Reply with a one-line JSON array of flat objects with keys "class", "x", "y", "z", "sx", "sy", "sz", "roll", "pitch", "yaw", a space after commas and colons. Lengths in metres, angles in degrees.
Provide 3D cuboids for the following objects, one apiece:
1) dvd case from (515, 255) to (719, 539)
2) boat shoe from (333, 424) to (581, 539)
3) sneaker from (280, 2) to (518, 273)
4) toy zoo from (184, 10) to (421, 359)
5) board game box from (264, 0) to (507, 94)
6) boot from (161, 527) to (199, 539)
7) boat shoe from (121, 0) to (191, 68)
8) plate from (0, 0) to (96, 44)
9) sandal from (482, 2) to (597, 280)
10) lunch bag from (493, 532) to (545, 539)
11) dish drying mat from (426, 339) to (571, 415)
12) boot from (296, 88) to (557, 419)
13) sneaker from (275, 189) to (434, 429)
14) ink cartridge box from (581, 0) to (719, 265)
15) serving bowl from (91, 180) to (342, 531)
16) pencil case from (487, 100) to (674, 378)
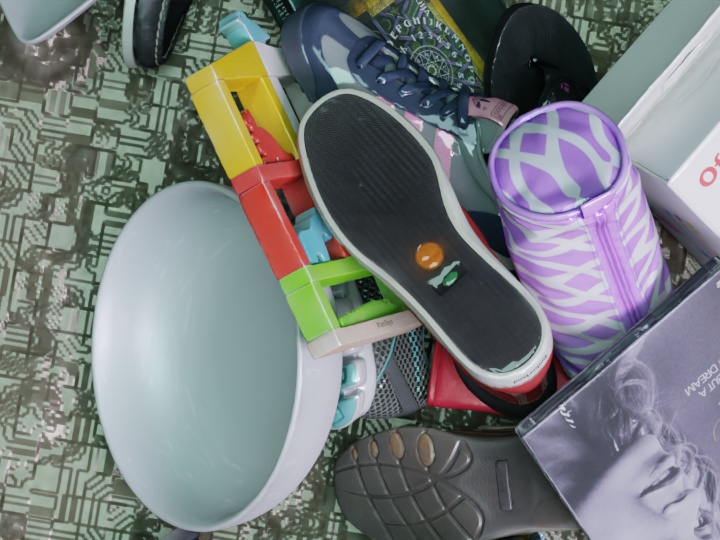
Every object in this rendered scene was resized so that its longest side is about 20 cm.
[{"class": "dvd case", "x": 0.187, "y": 0.108, "z": 1.599, "sx": 0.149, "sy": 0.016, "sz": 0.200, "roll": -40, "pitch": 126, "yaw": -7}, {"class": "boat shoe", "x": 0.078, "y": 0.126, "z": 1.670, "sx": 0.199, "sy": 0.072, "sz": 0.076, "roll": -1, "pitch": 89, "yaw": 31}, {"class": "sneaker", "x": 0.046, "y": -0.090, "z": 1.619, "sx": 0.200, "sy": 0.082, "sz": 0.070, "roll": 42, "pitch": 46, "yaw": -10}, {"class": "toy zoo", "x": -0.034, "y": -0.052, "z": 1.594, "sx": 0.020, "sy": 0.131, "sz": 0.201, "roll": -28, "pitch": 84, "yaw": 24}, {"class": "board game box", "x": 0.026, "y": -0.142, "z": 1.693, "sx": 0.135, "sy": 0.028, "sz": 0.201, "roll": -27, "pitch": 88, "yaw": -29}, {"class": "boot", "x": -0.090, "y": 0.272, "z": 1.679, "sx": 0.200, "sy": 0.066, "sz": 0.165, "roll": 43, "pitch": 96, "yaw": 4}, {"class": "boat shoe", "x": -0.092, "y": -0.212, "z": 1.700, "sx": 0.060, "sy": 0.074, "sz": 0.201, "roll": 15, "pitch": 79, "yaw": 4}, {"class": "plate", "x": -0.148, "y": -0.251, "z": 1.672, "sx": 0.199, "sy": 0.032, "sz": 0.200, "roll": -34, "pitch": 59, "yaw": 9}, {"class": "sandal", "x": 0.122, "y": -0.060, "z": 1.679, "sx": 0.075, "sy": 0.048, "sz": 0.201, "roll": -19, "pitch": 108, "yaw": -30}, {"class": "lunch bag", "x": 0.057, "y": 0.269, "z": 1.654, "sx": 0.169, "sy": 0.127, "sz": 0.201, "roll": -15, "pitch": 90, "yaw": 3}, {"class": "dish drying mat", "x": 0.142, "y": 0.053, "z": 1.659, "sx": 0.199, "sy": 0.018, "sz": 0.077, "roll": 7, "pitch": 74, "yaw": 7}, {"class": "boot", "x": 0.038, "y": -0.005, "z": 1.602, "sx": 0.072, "sy": 0.144, "sz": 0.200, "roll": -36, "pitch": 75, "yaw": -2}, {"class": "sneaker", "x": 0.000, "y": 0.000, "z": 1.698, "sx": 0.091, "sy": 0.077, "sz": 0.201, "roll": 8, "pitch": 70, "yaw": -38}, {"class": "ink cartridge box", "x": 0.228, "y": -0.071, "z": 1.630, "sx": 0.129, "sy": 0.125, "sz": 0.200, "roll": -48, "pitch": 121, "yaw": -3}, {"class": "serving bowl", "x": -0.073, "y": 0.049, "z": 1.650, "sx": 0.066, "sy": 0.200, "sz": 0.201, "roll": 1, "pitch": 87, "yaw": -41}, {"class": "pencil case", "x": 0.128, "y": -0.006, "z": 1.569, "sx": 0.084, "sy": 0.200, "sz": 0.086, "roll": -28, "pitch": 51, "yaw": 1}]
